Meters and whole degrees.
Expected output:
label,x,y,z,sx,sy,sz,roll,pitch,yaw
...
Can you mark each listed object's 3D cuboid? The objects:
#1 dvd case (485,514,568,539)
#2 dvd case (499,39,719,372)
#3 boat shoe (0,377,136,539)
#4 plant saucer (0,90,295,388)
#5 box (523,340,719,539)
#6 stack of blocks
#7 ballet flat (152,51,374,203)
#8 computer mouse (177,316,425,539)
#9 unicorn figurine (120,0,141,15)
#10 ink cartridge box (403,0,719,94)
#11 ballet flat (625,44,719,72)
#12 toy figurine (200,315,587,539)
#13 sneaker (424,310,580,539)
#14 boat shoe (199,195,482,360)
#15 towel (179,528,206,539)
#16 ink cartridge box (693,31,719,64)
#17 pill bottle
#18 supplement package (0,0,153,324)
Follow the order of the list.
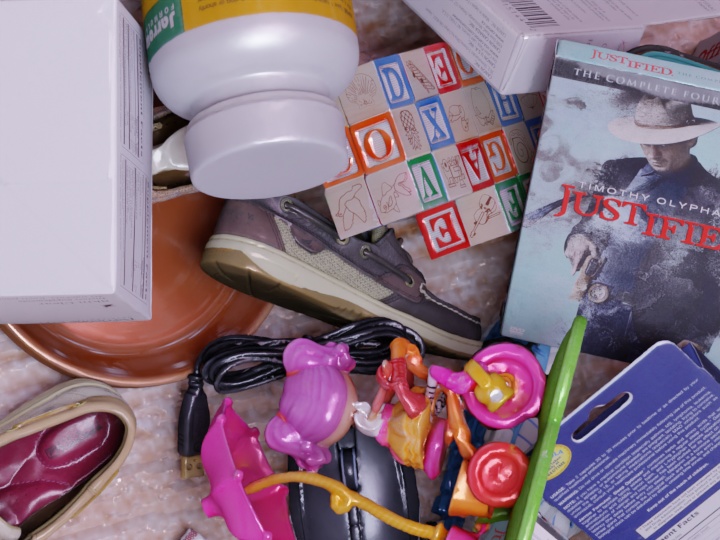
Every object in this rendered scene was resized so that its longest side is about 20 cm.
label,x,y,z,sx,sy,sz,roll,pitch,yaw
dvd case,0.115,0.244,1.669,0.200,0.022,0.146,41,72,-34
dvd case,0.161,-0.028,1.595,0.146,0.200,0.022,13,39,4
boat shoe,-0.205,0.126,1.556,0.200,0.066,0.074,-40,101,-12
plant saucer,-0.133,-0.033,1.637,0.200,0.032,0.201,4,81,-24
box,0.185,0.120,1.657,0.121,0.032,0.200,-40,124,14
stack of blocks,0.051,-0.070,1.652,0.200,0.058,0.115,-20,91,-59
ballet flat,-0.058,-0.078,1.622,0.200,0.067,0.068,-23,93,-25
computer mouse,-0.032,0.127,1.624,0.140,0.046,0.201,-1,108,0
unicorn figurine,-0.114,-0.175,1.639,0.200,0.074,0.137,-5,49,-43
ink cartridge box,0.099,-0.178,1.683,0.176,0.200,0.045,-8,131,-36
ballet flat,0.225,-0.075,1.621,0.200,0.068,0.068,22,74,-9
toy figurine,0.009,0.098,1.547,0.184,0.150,0.200,15,87,4
sneaker,0.097,0.114,1.703,0.087,0.075,0.200,18,84,-27
boat shoe,-0.001,0.000,1.646,0.201,0.072,0.066,21,81,-38
towel,-0.072,0.263,1.628,0.200,0.030,0.146,44,69,-10
ink cartridge box,0.229,-0.051,1.733,0.086,0.146,0.200,28,72,-13
pill bottle,-0.061,-0.145,1.537,0.113,0.113,0.200,0,70,-23
supplement package,-0.214,-0.053,1.518,0.199,0.111,0.156,-1,82,7
